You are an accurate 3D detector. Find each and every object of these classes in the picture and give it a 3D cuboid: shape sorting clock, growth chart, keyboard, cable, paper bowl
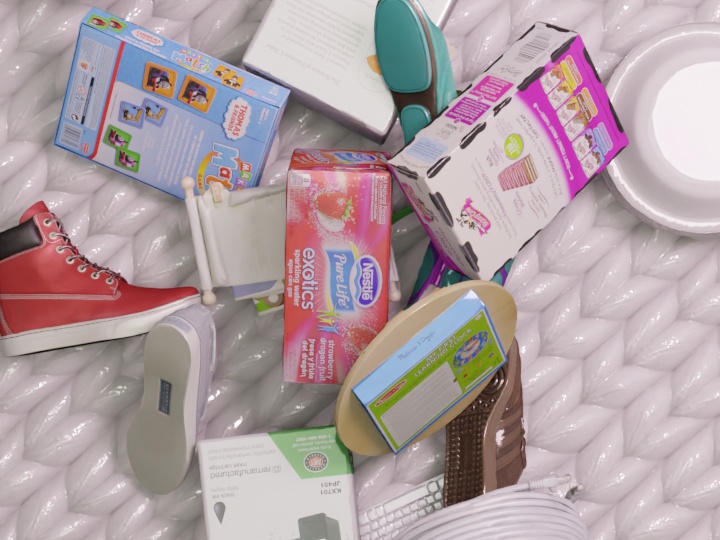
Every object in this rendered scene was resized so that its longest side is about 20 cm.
[{"bbox_3d":[0.058,0.087,1.571,0.200,0.200,0.039,-42,61,0],"label":"shape sorting clock"},{"bbox_3d":[-0.065,-0.022,1.651,0.199,0.018,0.145,-3,104,3],"label":"growth chart"},{"bbox_3d":[0.020,0.254,1.696,0.200,0.011,0.056,-25,89,0],"label":"keyboard"},{"bbox_3d":[0.114,0.272,1.604,0.199,0.200,0.069,-13,57,-7],"label":"cable"},{"bbox_3d":[0.321,-0.134,1.651,0.200,0.104,0.201,0,89,3],"label":"paper bowl"}]

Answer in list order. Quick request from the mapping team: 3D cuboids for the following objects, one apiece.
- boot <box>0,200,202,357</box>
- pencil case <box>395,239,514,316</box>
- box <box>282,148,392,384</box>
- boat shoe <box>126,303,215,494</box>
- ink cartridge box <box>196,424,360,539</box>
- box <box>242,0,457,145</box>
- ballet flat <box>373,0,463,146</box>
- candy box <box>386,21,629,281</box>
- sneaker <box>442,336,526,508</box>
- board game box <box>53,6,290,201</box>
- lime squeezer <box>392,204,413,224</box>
[{"bbox_3d":[-0.255,-0.002,1.679,0.199,0.072,0.145,-8,87,5],"label":"boot"},{"bbox_3d":[0.103,-0.022,1.659,0.085,0.092,0.201,19,87,35],"label":"pencil case"},{"bbox_3d":[-0.020,-0.004,1.595,0.095,0.100,0.201,2,104,1],"label":"box"},{"bbox_3d":[-0.169,0.121,1.658,0.070,0.071,0.201,25,124,20],"label":"boat shoe"},{"bbox_3d":[-0.071,0.253,1.652,0.146,0.083,0.201,-7,83,0],"label":"ink cartridge box"},{"bbox_3d":[0.000,-0.243,1.658,0.152,0.106,0.200,28,89,1],"label":"box"},{"bbox_3d":[0.061,-0.166,1.585,0.067,0.070,0.201,5,117,39],"label":"ballet flat"},{"bbox_3d":[0.134,-0.105,1.567,0.200,0.061,0.137,-43,127,-17],"label":"candy box"},{"bbox_3d":[0.123,0.155,1.674,0.070,0.075,0.201,-2,67,37],"label":"sneaker"},{"bbox_3d":[-0.180,-0.143,1.652,0.200,0.037,0.152,24,131,2],"label":"board game box"},{"bbox_3d":[0.000,0.000,1.676,0.071,0.038,0.200,32,102,25],"label":"lime squeezer"}]
